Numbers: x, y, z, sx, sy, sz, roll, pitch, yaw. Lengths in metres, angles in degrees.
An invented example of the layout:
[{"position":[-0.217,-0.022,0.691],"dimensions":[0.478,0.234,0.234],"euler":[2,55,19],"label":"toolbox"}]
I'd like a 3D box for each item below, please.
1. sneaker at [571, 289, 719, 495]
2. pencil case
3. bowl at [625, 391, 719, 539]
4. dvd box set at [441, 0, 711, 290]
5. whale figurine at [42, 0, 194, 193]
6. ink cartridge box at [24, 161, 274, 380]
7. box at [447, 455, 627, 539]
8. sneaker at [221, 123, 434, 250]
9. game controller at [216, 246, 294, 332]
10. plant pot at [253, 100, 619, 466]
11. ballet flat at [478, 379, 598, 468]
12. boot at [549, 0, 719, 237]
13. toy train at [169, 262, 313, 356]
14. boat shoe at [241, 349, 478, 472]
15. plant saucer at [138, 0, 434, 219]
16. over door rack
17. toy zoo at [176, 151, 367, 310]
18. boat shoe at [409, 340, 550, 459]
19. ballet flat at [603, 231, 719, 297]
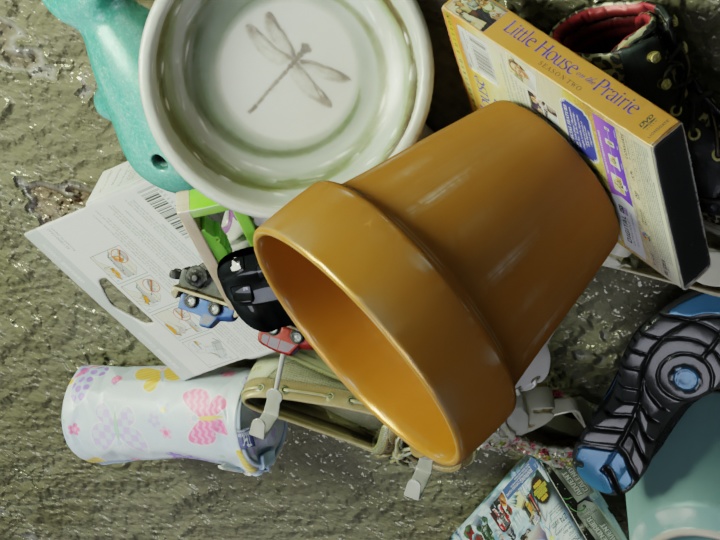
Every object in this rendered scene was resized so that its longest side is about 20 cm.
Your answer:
[{"position":[0.224,0.075,1.674],"dimensions":[0.073,0.082,0.200],"euler":[36,124,1],"label":"sneaker"},{"position":[-0.160,0.127,1.934],"dimensions":[0.199,0.083,0.091],"euler":[2,117,29],"label":"pencil case"},{"position":[0.289,0.199,1.752],"dimensions":[0.200,0.105,0.201],"euler":[15,143,12],"label":"bowl"},{"position":[0.141,-0.087,1.459],"dimensions":[0.200,0.029,0.147],"euler":[39,161,38],"label":"dvd box set"},{"position":[-0.148,-0.135,1.595],"dimensions":[0.159,0.104,0.200],"euler":[-22,121,45],"label":"whale figurine"},{"position":[-0.145,-0.003,1.803],"dimensions":[0.173,0.044,0.200],"euler":[-18,126,44],"label":"ink cartridge box"},{"position":[0.151,0.242,1.874],"dimensions":[0.137,0.040,0.200],"euler":[59,147,18],"label":"box"},{"position":[-0.021,-0.055,1.631],"dimensions":[0.099,0.075,0.200],"euler":[37,133,-27],"label":"sneaker"},{"position":[0.000,0.000,1.605],"dimensions":[0.199,0.042,0.104],"euler":[-10,160,7],"label":"game controller"},{"position":[0.062,-0.007,1.463],"dimensions":[0.200,0.183,0.200],"euler":[45,166,15],"label":"plant pot"},{"position":[0.131,0.106,1.716],"dimensions":[0.064,0.076,0.200],"euler":[-17,161,29],"label":"ballet flat"},{"position":[0.224,-0.097,1.447],"dimensions":[0.203,0.074,0.154],"euler":[7,140,39],"label":"boot"},{"position":[-0.054,0.041,1.681],"dimensions":[0.199,0.034,0.046],"euler":[19,102,12],"label":"toy train"},{"position":[0.000,0.125,1.858],"dimensions":[0.200,0.063,0.073],"euler":[27,143,-3],"label":"boat shoe"},{"position":[-0.050,-0.136,1.523],"dimensions":[0.199,0.201,0.050],"euler":[27,-173,-3],"label":"plant saucer"},{"position":[0.009,0.055,1.725],"dimensions":[0.147,0.067,0.201],"euler":[20,112,11],"label":"over door rack"},{"position":[-0.018,-0.033,1.598],"dimensions":[0.199,0.021,0.131],"euler":[-12,145,9],"label":"toy zoo"},{"position":[0.109,0.060,1.621],"dimensions":[0.069,0.201,0.071],"euler":[35,174,-23],"label":"boat shoe"},{"position":[0.204,-0.022,1.560],"dimensions":[0.199,0.070,0.070],"euler":[16,143,6],"label":"ballet flat"}]
